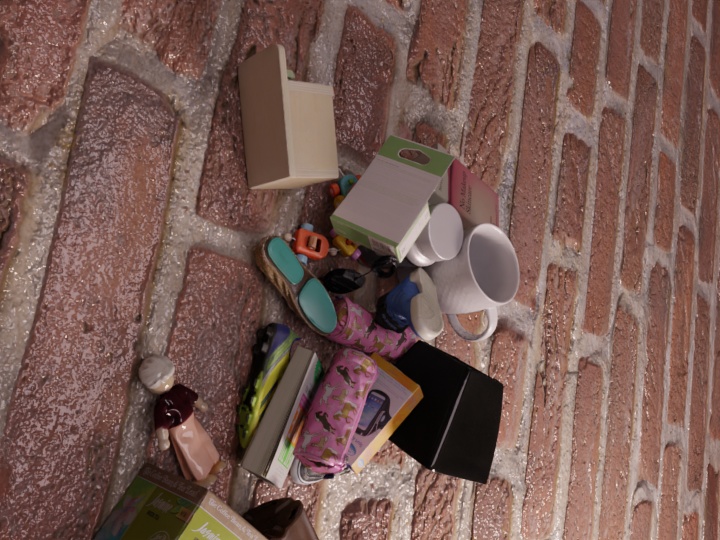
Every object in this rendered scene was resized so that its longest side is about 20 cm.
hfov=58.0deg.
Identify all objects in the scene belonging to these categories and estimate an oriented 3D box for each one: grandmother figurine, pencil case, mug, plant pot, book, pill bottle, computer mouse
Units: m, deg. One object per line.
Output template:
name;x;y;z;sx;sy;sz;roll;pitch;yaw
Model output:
grandmother figurine;-0.266;0.218;0.948;0.121;0.059;0.205;-67;136;-75
pencil case;0.018;0.112;1.195;0.197;0.082;0.089;25;53;-39
pencil case;-0.036;0.226;1.052;0.085;0.082;0.204;33;55;-15
mug;0.197;0.034;1.230;0.145;0.173;0.206;-14;86;-41
plant pot;-0.123;0.478;0.989;0.198;0.198;0.204;-26;98;-39
plant pot;0.149;0.248;1.189;0.197;0.198;0.182;27;89;-43
book;-0.116;0.242;1.060;0.135;0.047;0.205;72;37;-63
pill bottle;0.084;-0.064;1.187;0.111;0.197;0.118;3;85;-41
computer mouse;0.000;0.000;1.110;0.058;0.198;0.035;29;60;-29

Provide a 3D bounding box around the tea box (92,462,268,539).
tea box;-0.258;0.390;0.853;0.134;0.197;0.199;50;57;-27

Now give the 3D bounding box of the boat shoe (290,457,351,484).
boat shoe;-0.033;0.325;1.148;0.195;0.067;0.076;-8;93;-42

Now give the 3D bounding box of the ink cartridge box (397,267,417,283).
ink cartridge box;0.132;-0.035;1.346;0.157;0.047;0.206;-14;83;-41

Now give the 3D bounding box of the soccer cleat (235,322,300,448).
soccer cleat;-0.145;0.188;1.053;0.082;0.064;0.207;23;71;-29

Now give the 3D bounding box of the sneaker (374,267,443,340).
sneaker;0.077;0.079;1.116;0.077;0.110;0.202;45;19;-19

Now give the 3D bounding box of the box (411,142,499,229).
box;0.179;-0.133;1.307;0.198;0.108;0.131;32;49;-30

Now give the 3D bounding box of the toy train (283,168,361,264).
toy train;-0.046;-0.099;1.148;0.147;0.055;0.206;22;71;-25

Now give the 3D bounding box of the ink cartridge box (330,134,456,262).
ink cartridge box;0.059;-0.127;1.102;0.202;0.143;0.048;-54;149;-21

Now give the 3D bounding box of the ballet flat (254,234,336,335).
ballet flat;-0.110;0.025;1.094;0.071;0.064;0.203;-45;114;-33

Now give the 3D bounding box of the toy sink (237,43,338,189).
toy sink;-0.116;-0.244;1.062;0.110;0.128;0.208;-7;91;-41

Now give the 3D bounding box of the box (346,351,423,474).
box;0.002;0.248;1.110;0.200;0.118;0.042;-46;140;-16
